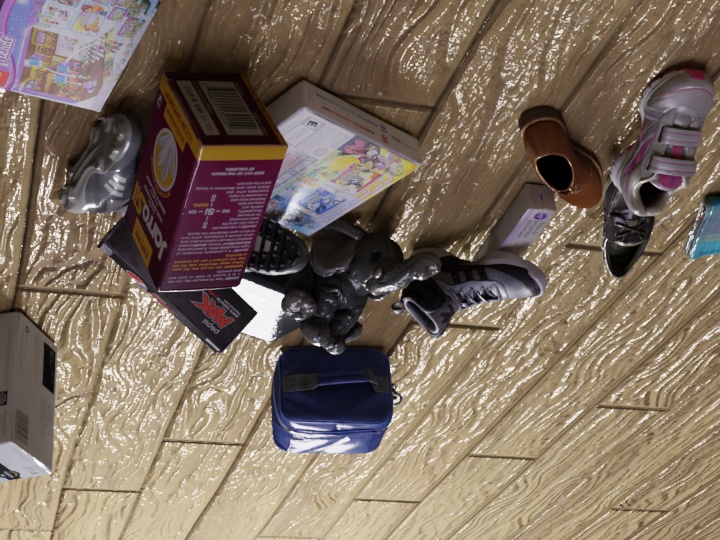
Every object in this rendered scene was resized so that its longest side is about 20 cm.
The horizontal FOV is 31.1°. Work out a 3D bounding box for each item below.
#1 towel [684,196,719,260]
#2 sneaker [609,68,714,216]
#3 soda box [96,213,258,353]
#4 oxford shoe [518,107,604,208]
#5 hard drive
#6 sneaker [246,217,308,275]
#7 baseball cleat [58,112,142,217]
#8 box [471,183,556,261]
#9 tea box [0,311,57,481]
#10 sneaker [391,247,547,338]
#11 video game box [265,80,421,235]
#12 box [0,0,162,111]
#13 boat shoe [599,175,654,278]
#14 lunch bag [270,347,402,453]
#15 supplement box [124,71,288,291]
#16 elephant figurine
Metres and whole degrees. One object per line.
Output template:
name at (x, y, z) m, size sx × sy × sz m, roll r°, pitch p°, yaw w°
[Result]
towel at (0.542, -0.063, 1.716) m, size 0.199 × 0.022 × 0.147 m, roll -5°, pitch 151°, yaw 0°
sneaker at (0.353, -0.139, 1.472) m, size 0.081 × 0.088 × 0.200 m, roll 2°, pitch 137°, yaw -11°
soda box at (-0.222, 0.010, 1.572) m, size 0.200 × 0.071 × 0.063 m, roll 43°, pitch 166°, yaw -9°
oxford shoe at (0.241, -0.113, 1.537) m, size 0.071 × 0.072 × 0.200 m, roll -20°, pitch 149°, yaw 23°
hard drive at (-0.155, 0.039, 1.784) m, size 0.200 × 0.033 × 0.139 m, roll 23°, pitch 140°, yaw -40°
sneaker at (-0.130, -0.029, 1.596) m, size 0.200 × 0.067 × 0.090 m, roll 9°, pitch 174°, yaw 37°
baseball cleat at (-0.270, -0.120, 1.469) m, size 0.106 × 0.070 × 0.200 m, roll 6°, pitch 159°, yaw -32°
box at (0.197, -0.042, 1.684) m, size 0.039 × 0.042 × 0.200 m, roll 5°, pitch 148°, yaw -15°
tea box at (-0.545, 0.186, 1.817) m, size 0.196 × 0.201 × 0.134 m, roll -11°, pitch 150°, yaw 10°
sneaker at (0.138, 0.035, 1.678) m, size 0.199 × 0.114 × 0.076 m, roll 7°, pitch 140°, yaw 29°
video game box at (-0.062, -0.125, 1.497) m, size 0.182 × 0.047 × 0.200 m, roll 25°, pitch 140°, yaw -37°
box at (-0.290, -0.240, 1.267) m, size 0.136 × 0.039 × 0.200 m, roll 11°, pitch 147°, yaw -27°
boat shoe at (0.343, -0.059, 1.647) m, size 0.071 × 0.066 × 0.201 m, roll -2°, pitch 150°, yaw 1°
lunch bag at (-0.036, 0.196, 1.973) m, size 0.199 × 0.136 × 0.132 m, roll 0°, pitch 151°, yaw -8°
supplement box at (-0.169, -0.094, 1.380) m, size 0.103 × 0.131 × 0.200 m, roll -4°, pitch 134°, yaw -31°
elephant figurine at (0.000, 0.000, 1.656) m, size 0.200 × 0.155 × 0.141 m, roll -46°, pitch 173°, yaw 16°
